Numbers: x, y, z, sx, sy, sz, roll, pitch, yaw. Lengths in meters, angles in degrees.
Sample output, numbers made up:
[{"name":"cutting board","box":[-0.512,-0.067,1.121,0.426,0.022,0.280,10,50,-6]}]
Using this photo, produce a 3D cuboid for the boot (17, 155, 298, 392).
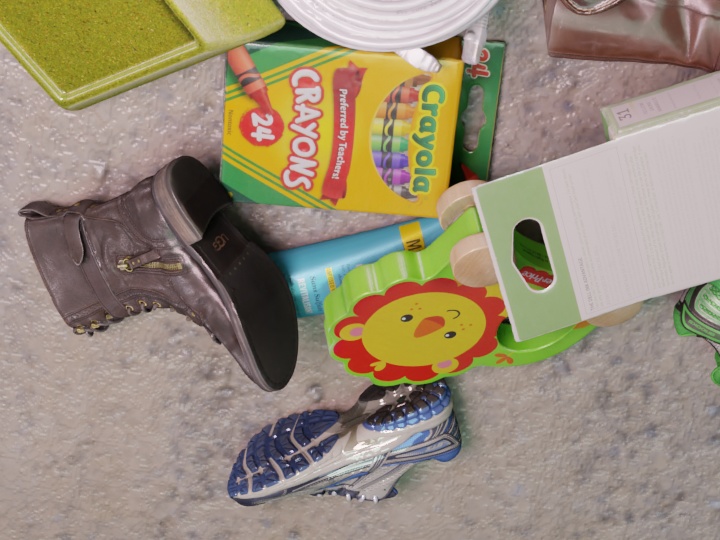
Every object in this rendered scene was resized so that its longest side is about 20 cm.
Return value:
[{"name":"boot","box":[-0.151,0.016,1.280,0.173,0.069,0.201,-22,100,36]}]

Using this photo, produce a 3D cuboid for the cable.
[{"name":"cable","box":[0.017,-0.243,1.135,0.199,0.069,0.201,20,103,-3]}]

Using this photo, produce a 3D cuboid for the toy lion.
[{"name":"toy lion","box":[0.080,0.028,1.291,0.199,0.069,0.192,16,135,-32]}]

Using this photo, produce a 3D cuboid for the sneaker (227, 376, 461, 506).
[{"name":"sneaker","box":[-0.009,0.155,1.375,0.199,0.077,0.085,-22,121,13]}]

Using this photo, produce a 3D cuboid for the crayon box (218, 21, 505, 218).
[{"name":"crayon box","box":[0.000,-0.108,1.242,0.198,0.051,0.128,4,118,-2]}]

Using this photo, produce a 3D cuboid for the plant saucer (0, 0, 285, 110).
[{"name":"plant saucer","box":[-0.185,-0.191,1.148,0.199,0.048,0.200,-16,129,33]}]

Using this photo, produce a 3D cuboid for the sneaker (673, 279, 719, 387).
[{"name":"sneaker","box":[0.321,0.071,1.332,0.200,0.078,0.085,44,118,-11]}]

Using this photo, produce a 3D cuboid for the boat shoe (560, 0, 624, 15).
[{"name":"boat shoe","box":[0.195,-0.238,1.100,0.070,0.070,0.200,36,116,-13]}]

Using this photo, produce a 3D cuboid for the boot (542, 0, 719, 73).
[{"name":"boot","box":[0.226,-0.221,1.174,0.199,0.064,0.188,13,96,11]}]

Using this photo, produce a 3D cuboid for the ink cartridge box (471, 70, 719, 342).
[{"name":"ink cartridge box","box":[0.183,-0.043,1.189,0.199,0.048,0.146,-16,127,5]}]

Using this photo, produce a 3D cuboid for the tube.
[{"name":"tube","box":[0.000,0.000,1.308,0.199,0.051,0.078,-12,129,2]}]
